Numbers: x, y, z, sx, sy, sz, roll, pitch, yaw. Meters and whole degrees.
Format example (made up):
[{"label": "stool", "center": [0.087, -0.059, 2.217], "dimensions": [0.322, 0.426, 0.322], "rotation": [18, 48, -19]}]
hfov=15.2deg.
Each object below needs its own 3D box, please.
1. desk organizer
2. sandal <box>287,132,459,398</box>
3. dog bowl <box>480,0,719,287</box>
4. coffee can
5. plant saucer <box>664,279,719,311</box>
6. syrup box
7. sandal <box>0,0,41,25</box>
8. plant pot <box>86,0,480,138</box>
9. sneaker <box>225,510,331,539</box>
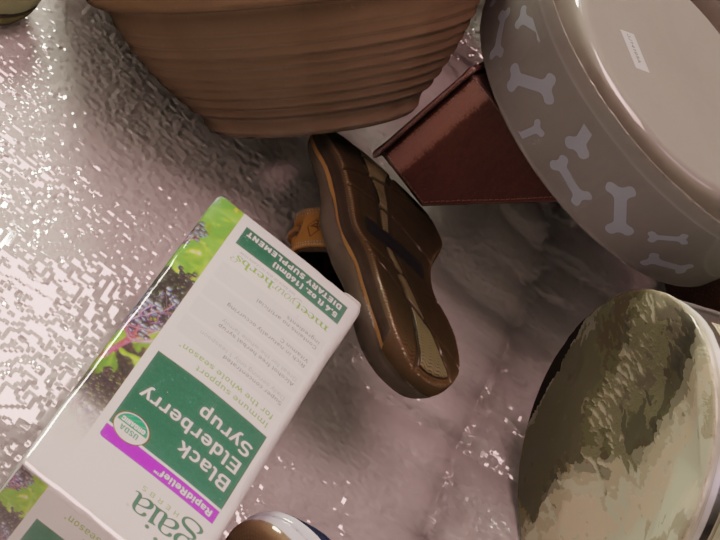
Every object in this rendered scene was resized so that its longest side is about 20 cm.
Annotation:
[{"label": "desk organizer", "center": [0.096, -0.069, 1.342], "dimensions": [0.077, 0.072, 0.200], "rotation": [53, 31, 5]}, {"label": "sandal", "center": [0.000, 0.000, 1.226], "dimensions": [0.082, 0.054, 0.201], "rotation": [41, 19, -31]}, {"label": "dog bowl", "center": [0.136, -0.081, 1.284], "dimensions": [0.200, 0.059, 0.201], "rotation": [34, 36, -28]}, {"label": "coffee can", "center": [0.193, 0.103, 1.223], "dimensions": [0.199, 0.146, 0.147], "rotation": [16, 45, -29]}, {"label": "plant saucer", "center": [0.257, -0.001, 1.386], "dimensions": [0.198, 0.035, 0.201], "rotation": [2, 29, -1]}, {"label": "syrup box", "center": [-0.080, 0.066, 1.079], "dimensions": [0.079, 0.082, 0.200], "rotation": [37, 37, -4]}, {"label": "sandal", "center": [-0.222, -0.159, 1.190], "dimensions": [0.200, 0.057, 0.080], "rotation": [4, 51, -38]}, {"label": "plant pot", "center": [-0.028, -0.115, 1.254], "dimensions": [0.200, 0.200, 0.094], "rotation": [-18, 107, -48]}, {"label": "sneaker", "center": [0.033, 0.163, 1.090], "dimensions": [0.200, 0.070, 0.108], "rotation": [51, 43, 1]}]
